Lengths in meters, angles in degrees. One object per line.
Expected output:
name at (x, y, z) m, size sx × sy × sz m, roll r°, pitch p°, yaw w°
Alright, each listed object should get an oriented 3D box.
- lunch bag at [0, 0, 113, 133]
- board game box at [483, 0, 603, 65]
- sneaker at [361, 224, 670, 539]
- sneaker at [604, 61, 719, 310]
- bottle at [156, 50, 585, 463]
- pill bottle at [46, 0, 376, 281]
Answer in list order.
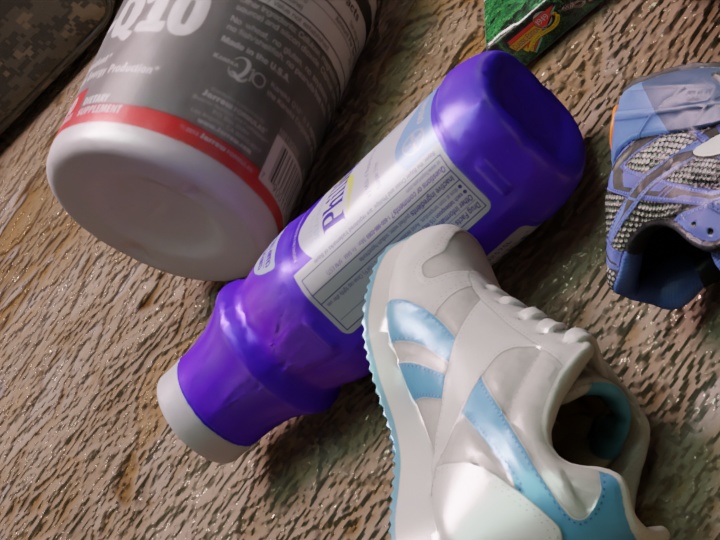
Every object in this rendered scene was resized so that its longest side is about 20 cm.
lunch bag at (-0.252, -0.186, 1.523) m, size 0.200 × 0.139 × 0.168 m, roll -43°, pitch 28°, yaw 19°
board game box at (0.128, -0.176, 1.004) m, size 0.200 × 0.023 × 0.105 m, roll -39°, pitch 31°, yaw 28°
sneaker at (0.053, 0.048, 0.807) m, size 0.081 × 0.077 × 0.200 m, roll -30°, pitch 34°, yaw 14°
sneaker at (0.145, -0.028, 0.750) m, size 0.200 × 0.075 × 0.079 m, roll -20°, pitch 49°, yaw 62°
bottle at (0.000, 0.000, 0.945) m, size 0.200 × 0.065 × 0.084 m, roll -42°, pitch 10°, yaw 24°
pill bottle at (-0.060, -0.106, 1.129) m, size 0.114 × 0.114 × 0.200 m, roll -17°, pitch 43°, yaw 51°
